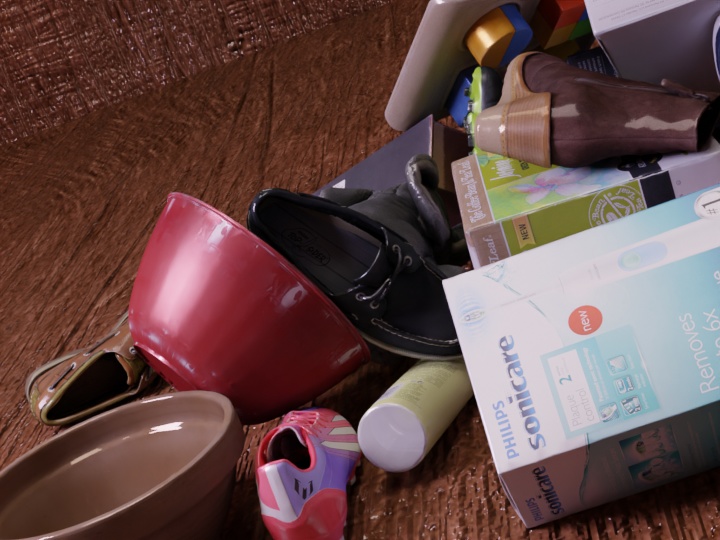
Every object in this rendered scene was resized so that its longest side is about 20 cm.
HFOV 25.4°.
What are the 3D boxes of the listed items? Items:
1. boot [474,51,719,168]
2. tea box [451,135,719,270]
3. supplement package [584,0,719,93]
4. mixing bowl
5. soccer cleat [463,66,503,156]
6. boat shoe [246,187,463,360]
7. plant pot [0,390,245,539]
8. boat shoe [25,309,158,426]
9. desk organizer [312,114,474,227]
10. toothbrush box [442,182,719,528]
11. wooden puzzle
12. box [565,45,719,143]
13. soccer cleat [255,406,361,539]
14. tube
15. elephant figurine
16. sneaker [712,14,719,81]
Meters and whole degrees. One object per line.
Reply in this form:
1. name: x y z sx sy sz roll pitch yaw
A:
1. boot: 0.186 -0.118 1.192 0.166 0.073 0.200 2 20 18
2. tea box: 0.183 -0.028 1.217 0.196 0.134 0.200 -18 17 5
3. supplement package: 0.267 -0.216 1.259 0.155 0.111 0.200 -18 -22 16
4. mixing bowl: -0.102 0.046 1.212 0.108 0.200 0.200 -51 25 -14
5. soccer cleat: 0.135 -0.084 1.347 0.081 0.200 0.068 -12 29 4
6. boat shoe: 0.001 -0.002 1.164 0.075 0.199 0.066 -51 -11 -9
7. plant pot: -0.164 0.171 1.101 0.200 0.093 0.201 -19 16 6
8. boat shoe: -0.214 0.086 1.483 0.200 0.072 0.068 -34 23 -9
9. desk organizer: 0.035 -0.062 1.471 0.077 0.072 0.200 17 -28 -30
10. toothbrush box: 0.167 0.050 0.975 0.200 0.085 0.147 -19 53 8
11. wooden puzzle: 0.134 -0.191 1.382 0.200 0.046 0.185 -19 -23 -23
12. box: 0.303 -0.155 1.427 0.200 0.105 0.148 -16 -13 16
13. soccer cleat: -0.040 0.127 1.110 0.067 0.077 0.200 -19 17 7
14. tube: 0.054 0.090 1.173 0.058 0.052 0.200 30 22 9
15. elephant figurine: 0.028 -0.030 1.323 0.141 0.155 0.200 11 43 6
16. sneaker: 0.307 -0.091 1.166 0.070 0.200 0.109 -15 25 27
